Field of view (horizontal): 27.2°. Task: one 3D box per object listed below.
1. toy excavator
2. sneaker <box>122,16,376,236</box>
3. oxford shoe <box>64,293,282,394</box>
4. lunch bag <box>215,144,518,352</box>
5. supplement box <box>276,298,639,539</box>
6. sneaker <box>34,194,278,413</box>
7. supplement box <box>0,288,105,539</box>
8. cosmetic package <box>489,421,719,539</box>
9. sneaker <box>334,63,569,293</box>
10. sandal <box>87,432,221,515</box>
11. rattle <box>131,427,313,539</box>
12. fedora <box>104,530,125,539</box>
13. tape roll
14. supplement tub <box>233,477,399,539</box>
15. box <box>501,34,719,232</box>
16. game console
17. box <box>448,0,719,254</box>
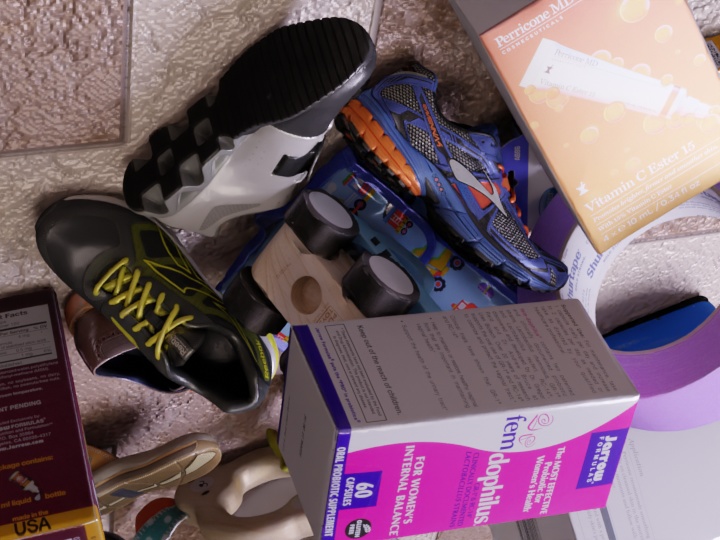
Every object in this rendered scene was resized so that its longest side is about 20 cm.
[{"bbox_3d":[0.035,0.039,1.033,0.100,0.195,0.199,-51,155,23],"label":"toy excavator"},{"bbox_3d":[-0.056,-0.089,0.973,0.199,0.074,0.088,-32,141,27],"label":"sneaker"},{"bbox_3d":[-0.122,0.064,1.110,0.199,0.073,0.071,8,132,-32],"label":"oxford shoe"},{"bbox_3d":[0.000,0.000,1.102,0.199,0.094,0.151,33,115,-30],"label":"lunch bag"},{"bbox_3d":[0.059,0.093,0.941,0.199,0.104,0.102,-6,128,-19],"label":"supplement box"},{"bbox_3d":[-0.131,0.022,1.003,0.200,0.085,0.075,37,99,-16],"label":"sneaker"},{"bbox_3d":[-0.232,0.127,1.028,0.085,0.201,0.111,-11,140,-12],"label":"supplement box"},{"bbox_3d":[0.233,0.195,1.315,0.199,0.124,0.199,-13,172,-17],"label":"cosmetic package"},{"bbox_3d":[0.076,-0.060,1.013,0.200,0.075,0.078,44,88,-17],"label":"sneaker"},{"bbox_3d":[-0.207,0.160,1.191,0.199,0.054,0.080,-22,161,10],"label":"sandal"},{"bbox_3d":[-0.121,0.160,1.226,0.199,0.131,0.143,-5,134,20],"label":"rattle"},{"bbox_3d":[-0.270,0.272,1.209,0.090,0.200,0.177,43,86,-24],"label":"fedora"},{"bbox_3d":[0.212,0.007,1.042,0.200,0.201,0.066,-35,140,15],"label":"tape roll"},{"bbox_3d":[-0.029,0.280,1.343,0.144,0.145,0.200,-28,141,7],"label":"supplement tub"},{"bbox_3d":[0.188,-0.098,1.101,0.199,0.042,0.119,-14,140,-7],"label":"box"},{"bbox_3d":[0.235,0.114,1.309,0.199,0.171,0.119,-21,115,-2],"label":"game console"},{"bbox_3d":[0.154,-0.131,0.964,0.124,0.098,0.200,-31,127,6],"label":"box"}]
